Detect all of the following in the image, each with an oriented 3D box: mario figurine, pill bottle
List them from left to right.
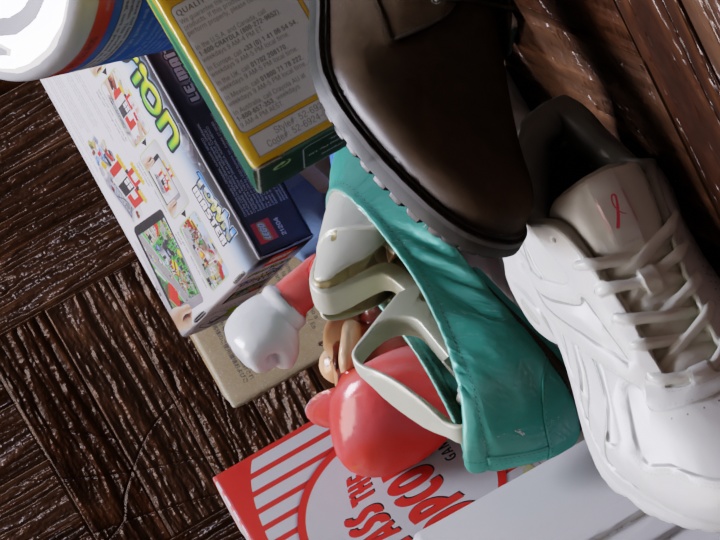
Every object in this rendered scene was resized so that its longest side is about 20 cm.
[{"bbox_3d":[-0.098,-0.157,1.302,0.112,0.200,0.112,13,110,39],"label":"pill bottle"},{"bbox_3d":[0.000,0.000,1.342,0.106,0.123,0.200,72,-163,-78],"label":"mario figurine"}]

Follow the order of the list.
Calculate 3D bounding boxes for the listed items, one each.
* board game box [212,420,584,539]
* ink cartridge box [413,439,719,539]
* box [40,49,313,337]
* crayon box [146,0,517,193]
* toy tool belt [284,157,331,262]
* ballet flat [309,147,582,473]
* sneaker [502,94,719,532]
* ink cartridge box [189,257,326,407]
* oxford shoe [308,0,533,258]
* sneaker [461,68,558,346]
[{"bbox_3d":[0.050,0.110,1.339,0.152,0.200,0.046,54,172,45],"label":"board game box"},{"bbox_3d":[0.139,0.177,1.147,0.200,0.147,0.145,63,174,-22],"label":"ink cartridge box"},{"bbox_3d":[-0.105,-0.076,1.406,0.200,0.035,0.110,61,148,8],"label":"box"},{"bbox_3d":[-0.038,-0.150,1.176,0.200,0.126,0.052,60,175,9],"label":"crayon box"},{"bbox_3d":[-0.016,-0.050,1.493,0.123,0.125,0.200,52,-175,34],"label":"toy tool belt"},{"bbox_3d":[0.019,0.010,1.182,0.200,0.070,0.067,53,159,38],"label":"ballet flat"},{"bbox_3d":[0.101,0.012,1.034,0.200,0.078,0.099,54,168,42],"label":"sneaker"},{"bbox_3d":[-0.056,-0.042,1.691,0.200,0.165,0.075,61,177,0],"label":"ink cartridge box"},{"bbox_3d":[0.026,-0.096,1.047,0.073,0.084,0.200,7,-128,-41],"label":"oxford shoe"},{"bbox_3d":[0.064,-0.018,1.260,0.116,0.074,0.200,59,165,34],"label":"sneaker"}]
